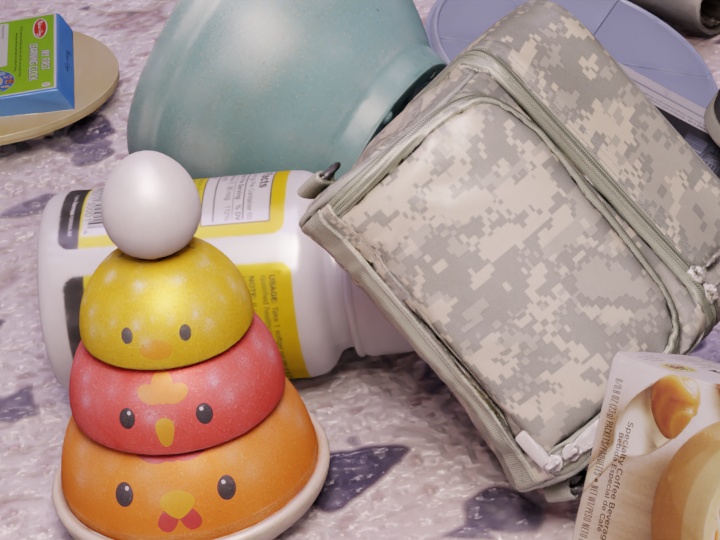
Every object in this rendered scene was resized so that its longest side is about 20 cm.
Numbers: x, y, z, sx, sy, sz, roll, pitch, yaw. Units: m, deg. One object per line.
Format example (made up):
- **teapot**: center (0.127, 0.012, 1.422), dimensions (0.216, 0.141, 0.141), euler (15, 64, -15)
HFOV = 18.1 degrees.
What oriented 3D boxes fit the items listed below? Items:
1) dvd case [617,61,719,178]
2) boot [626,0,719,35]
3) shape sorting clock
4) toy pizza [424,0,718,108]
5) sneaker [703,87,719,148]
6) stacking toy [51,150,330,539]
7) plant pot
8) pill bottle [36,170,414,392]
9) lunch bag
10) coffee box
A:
- **dvd case**: center (0.141, -0.055, 1.330), dimensions (0.150, 0.025, 0.200), euler (30, 41, 12)
- **boot**: center (0.177, -0.222, 1.605), dimensions (0.198, 0.073, 0.182), euler (12, 17, 20)
- **shape sorting clock**: center (-0.268, -0.129, 1.597), dimensions (0.198, 0.040, 0.201), euler (-6, 29, 3)
- **toy pizza**: center (0.135, -0.125, 1.458), dimensions (0.198, 0.032, 0.201), euler (11, 38, -9)
- **sneaker**: center (0.265, -0.129, 1.363), dimensions (0.074, 0.107, 0.200), euler (27, 28, -2)
- **stacking toy**: center (-0.098, 0.033, 1.126), dimensions (0.145, 0.201, 0.147), euler (-7, 30, 4)
- **plant pot**: center (-0.030, -0.111, 1.386), dimensions (0.134, 0.201, 0.200), euler (35, 45, 14)
- **pill bottle**: center (-0.070, 0.005, 1.250), dimensions (0.198, 0.115, 0.115), euler (-4, 31, 7)
- **lunch bag**: center (0.081, -0.006, 1.135), dimensions (0.168, 0.200, 0.139), euler (-42, 3, -32)
- **coffee box**: center (0.197, 0.114, 0.976), dimensions (0.199, 0.115, 0.079), euler (15, 5, 39)
